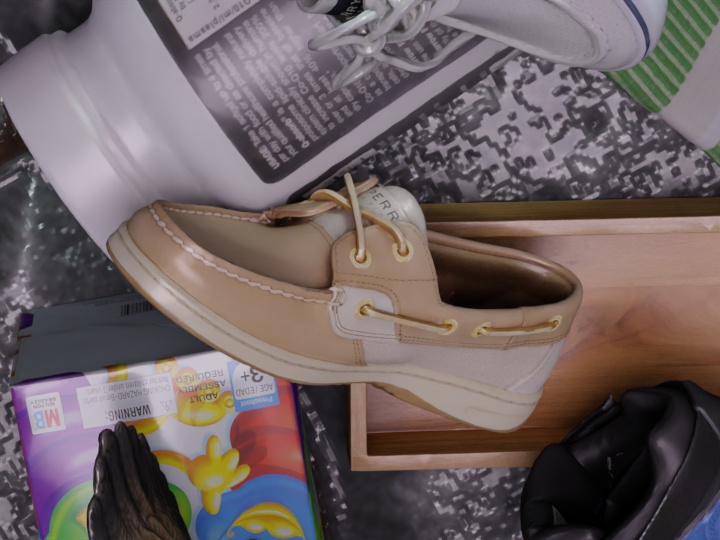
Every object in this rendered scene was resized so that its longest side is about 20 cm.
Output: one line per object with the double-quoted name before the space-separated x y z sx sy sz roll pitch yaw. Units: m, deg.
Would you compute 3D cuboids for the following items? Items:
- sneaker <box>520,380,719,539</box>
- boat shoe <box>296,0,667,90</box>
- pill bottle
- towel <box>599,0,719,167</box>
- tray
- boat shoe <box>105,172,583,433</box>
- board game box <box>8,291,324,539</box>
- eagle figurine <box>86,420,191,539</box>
"sneaker" 0.088 0.123 1.104 0.111 0.077 0.200 26 118 -29
"boat shoe" 0.002 -0.099 0.915 0.201 0.075 0.086 29 60 -16
"pill bottle" -0.025 -0.091 1.042 0.199 0.116 0.117 -34 104 5
"towel" 0.153 -0.112 1.038 0.200 0.023 0.153 33 84 -39
"tray" 0.094 0.023 1.123 0.199 0.037 0.099 -1 105 -3
"boat shoe" 0.000 0.000 1.023 0.199 0.074 0.069 16 115 -43
"board game box" -0.063 0.115 1.101 0.104 0.103 0.201 -10 105 -1
"eagle figurine" -0.060 0.174 0.984 0.151 0.151 0.201 26 110 2
